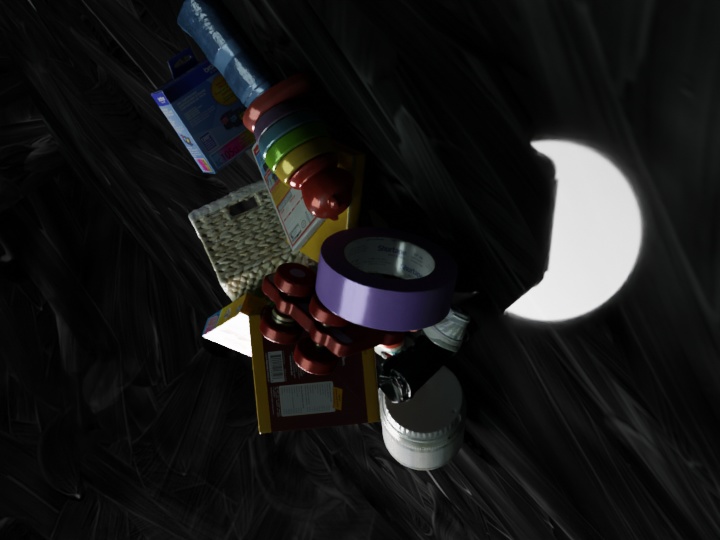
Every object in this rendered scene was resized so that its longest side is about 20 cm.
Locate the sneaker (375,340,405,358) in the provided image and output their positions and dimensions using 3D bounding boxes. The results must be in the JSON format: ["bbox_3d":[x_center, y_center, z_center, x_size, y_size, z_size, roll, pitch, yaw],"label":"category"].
[{"bbox_3d":[0.026,0.133,1.791,0.200,0.070,0.094,4,124,63],"label":"sneaker"}]

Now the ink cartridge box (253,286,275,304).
[{"bbox_3d":[-0.097,0.073,1.671,0.148,0.200,0.076,116,140,-63],"label":"ink cartridge box"}]

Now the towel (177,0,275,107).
[{"bbox_3d":[-0.219,-0.358,1.465,0.200,0.049,0.112,54,161,-7],"label":"towel"}]

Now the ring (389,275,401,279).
[{"bbox_3d":[0.046,0.019,1.578,0.201,0.019,0.201,53,166,20],"label":"ring"}]

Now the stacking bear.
[{"bbox_3d":[-0.079,-0.167,1.331,0.200,0.114,0.121,58,163,13],"label":"stacking bear"}]

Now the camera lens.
[{"bbox_3d":[0.119,0.275,1.699,0.160,0.160,0.200,43,161,25],"label":"camera lens"}]

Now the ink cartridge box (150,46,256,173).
[{"bbox_3d":[-0.268,-0.289,1.575,0.200,0.136,0.076,58,159,-20],"label":"ink cartridge box"}]

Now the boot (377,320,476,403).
[{"bbox_3d":[0.095,0.147,1.494,0.076,0.168,0.200,49,163,4],"label":"boot"}]

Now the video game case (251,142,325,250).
[{"bbox_3d":[-0.111,-0.152,1.457,0.143,0.017,0.200,-45,63,50],"label":"video game case"}]

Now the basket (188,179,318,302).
[{"bbox_3d":[-0.182,-0.043,1.666,0.200,0.198,0.161,75,171,-68],"label":"basket"}]

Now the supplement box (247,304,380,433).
[{"bbox_3d":[-0.075,0.153,1.511,0.133,0.199,0.198,-123,28,-86],"label":"supplement box"}]

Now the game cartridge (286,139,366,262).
[{"bbox_3d":[-0.058,-0.110,1.436,0.176,0.032,0.200,32,126,47],"label":"game cartridge"}]

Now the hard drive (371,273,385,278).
[{"bbox_3d":[0.000,0.000,1.504,0.135,0.042,0.200,47,178,-40],"label":"hard drive"}]

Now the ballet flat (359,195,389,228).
[{"bbox_3d":[0.003,-0.080,1.457,0.200,0.069,0.071,42,143,24],"label":"ballet flat"}]

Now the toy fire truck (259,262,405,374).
[{"bbox_3d":[-0.048,0.062,1.378,0.200,0.168,0.112,37,121,33],"label":"toy fire truck"}]

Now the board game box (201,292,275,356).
[{"bbox_3d":[-0.188,0.112,1.675,0.153,0.040,0.200,25,153,-22],"label":"board game box"}]

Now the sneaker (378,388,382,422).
[{"bbox_3d":[0.099,0.258,1.868,0.075,0.116,0.200,22,-175,33],"label":"sneaker"}]

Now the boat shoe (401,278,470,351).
[{"bbox_3d":[0.117,0.049,1.390,0.074,0.065,0.202,22,-161,-22],"label":"boat shoe"}]

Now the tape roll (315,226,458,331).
[{"bbox_3d":[0.037,0.009,1.302,0.200,0.200,0.066,35,126,41],"label":"tape roll"}]
